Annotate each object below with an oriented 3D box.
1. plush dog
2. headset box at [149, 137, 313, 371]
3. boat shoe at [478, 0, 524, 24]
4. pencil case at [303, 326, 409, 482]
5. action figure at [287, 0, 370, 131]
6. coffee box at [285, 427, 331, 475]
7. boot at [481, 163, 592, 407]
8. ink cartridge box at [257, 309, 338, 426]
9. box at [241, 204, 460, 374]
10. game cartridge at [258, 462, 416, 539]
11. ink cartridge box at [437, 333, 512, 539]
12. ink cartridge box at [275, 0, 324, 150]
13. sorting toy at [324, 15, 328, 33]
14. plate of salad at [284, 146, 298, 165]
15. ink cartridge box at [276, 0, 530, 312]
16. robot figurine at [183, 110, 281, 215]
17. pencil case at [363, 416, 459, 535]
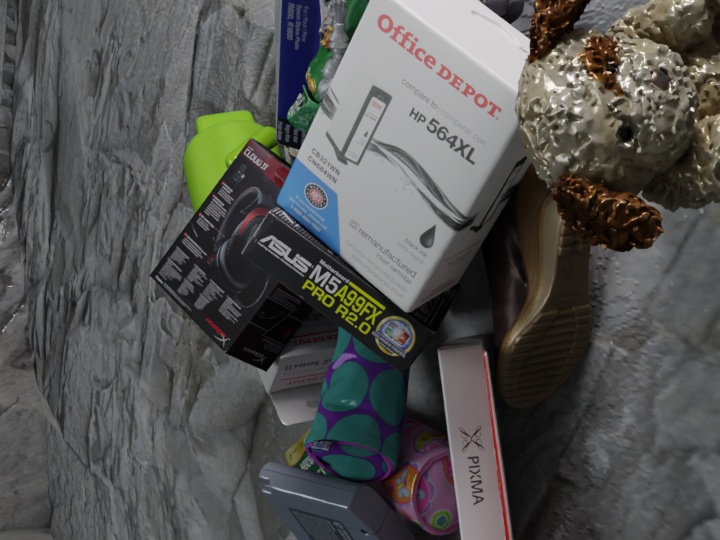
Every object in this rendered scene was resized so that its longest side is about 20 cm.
[{"bbox_3d":[0.169,-0.100,0.695,0.160,0.171,0.201,-31,70,61],"label":"plush dog"},{"bbox_3d":[-0.096,-0.025,1.162,0.149,0.075,0.200,39,94,37],"label":"headset box"},{"bbox_3d":[0.081,-0.210,0.956,0.200,0.062,0.073,-141,39,-77],"label":"boat shoe"},{"bbox_3d":[0.002,0.090,1.079,0.085,0.092,0.201,59,-143,-55],"label":"pencil case"},{"bbox_3d":[-0.004,-0.197,0.892,0.201,0.054,0.118,-63,15,16],"label":"action figure"},{"bbox_3d":[-0.022,0.274,1.289,0.123,0.044,0.201,-48,55,55],"label":"coffee box"},{"bbox_3d":[0.126,-0.010,0.934,0.167,0.072,0.201,-121,35,-55],"label":"boot"},{"bbox_3d":[-0.060,0.059,1.231,0.200,0.117,0.067,63,148,33],"label":"ink cartridge box"},{"bbox_3d":[0.000,0.000,0.971,0.160,0.200,0.044,37,104,3],"label":"box"},{"bbox_3d":[-0.005,0.262,1.118,0.133,0.042,0.200,3,139,33],"label":"game cartridge"},{"bbox_3d":[0.097,0.159,0.943,0.176,0.044,0.201,-6,-92,-83],"label":"ink cartridge box"},{"bbox_3d":[-0.060,-0.219,1.094,0.200,0.040,0.201,97,171,-51],"label":"ink cartridge box"},{"bbox_3d":[0.013,-0.157,1.022,0.199,0.069,0.201,144,117,-82],"label":"sorting toy"},{"bbox_3d":[-0.049,-0.138,1.239,0.200,0.048,0.201,21,114,59],"label":"plate of salad"},{"bbox_3d":[0.044,-0.095,0.856,0.146,0.084,0.200,40,126,17],"label":"ink cartridge box"},{"bbox_3d":[-0.140,-0.092,1.336,0.176,0.115,0.201,102,155,-52],"label":"robot figurine"},{"bbox_3d":[0.038,0.185,1.119,0.200,0.087,0.088,16,110,61],"label":"pencil case"}]
